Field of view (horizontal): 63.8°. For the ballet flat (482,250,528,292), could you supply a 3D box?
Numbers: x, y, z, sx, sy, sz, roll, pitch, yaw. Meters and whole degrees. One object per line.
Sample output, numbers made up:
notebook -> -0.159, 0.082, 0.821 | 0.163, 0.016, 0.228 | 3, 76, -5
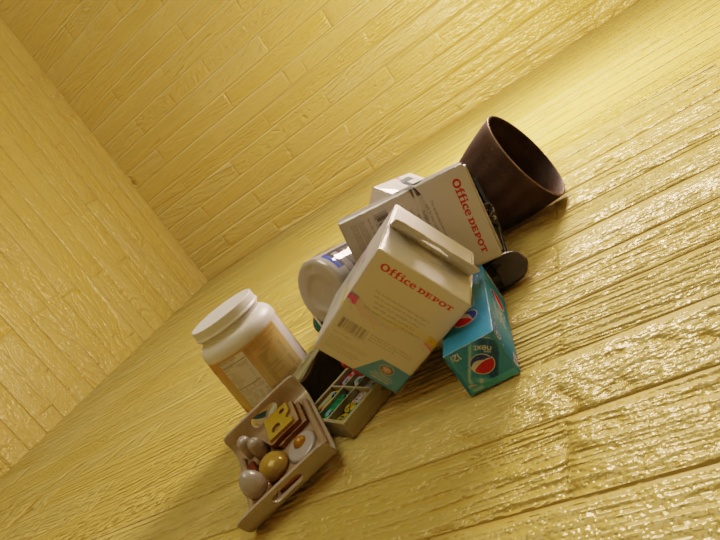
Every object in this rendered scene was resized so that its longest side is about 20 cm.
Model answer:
ballet flat -> 0.159, 0.029, 0.871 | 0.199, 0.068, 0.046 | -30, -7, 14

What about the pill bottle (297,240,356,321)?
pill bottle -> 0.000, 0.000, 0.980 | 0.199, 0.114, 0.113 | -30, 6, -43

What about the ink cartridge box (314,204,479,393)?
ink cartridge box -> 0.052, 0.028, 0.739 | 0.200, 0.128, 0.126 | -55, 7, 32

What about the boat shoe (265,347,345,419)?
boat shoe -> -0.075, 0.172, 0.942 | 0.063, 0.073, 0.201 | -7, 39, 55

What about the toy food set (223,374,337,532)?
toy food set -> -0.120, 0.234, 0.780 | 0.143, 0.060, 0.200 | -44, 24, -3

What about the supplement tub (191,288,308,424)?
supplement tub -> -0.180, 0.147, 0.998 | 0.144, 0.201, 0.145 | -33, 13, 9

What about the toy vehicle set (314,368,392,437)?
toy vehicle set -> 0.013, 0.159, 0.855 | 0.200, 0.027, 0.124 | -44, 16, -31

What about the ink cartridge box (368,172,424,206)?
ink cartridge box -> 0.088, -0.122, 1.155 | 0.067, 0.118, 0.200 | 24, 29, 23

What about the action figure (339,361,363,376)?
action figure -> 0.006, 0.109, 0.872 | 0.065, 0.052, 0.200 | -37, 6, 14

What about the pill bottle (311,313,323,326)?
pill bottle -> -0.003, 0.038, 1.137 | 0.199, 0.107, 0.106 | -36, 13, -1

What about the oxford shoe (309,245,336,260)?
oxford shoe -> -0.052, 0.062, 1.052 | 0.084, 0.201, 0.073 | -20, -25, 11

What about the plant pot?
plant pot -> 0.233, -0.143, 1.061 | 0.200, 0.187, 0.187 | -45, 6, 34

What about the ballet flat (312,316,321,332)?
ballet flat -> -0.038, 0.041, 1.221 | 0.201, 0.069, 0.069 | -61, 14, 1

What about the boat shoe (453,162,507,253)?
boat shoe -> 0.189, -0.092, 0.936 | 0.069, 0.201, 0.066 | -9, -30, -15

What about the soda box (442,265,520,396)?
soda box -> 0.149, 0.069, 0.742 | 0.068, 0.064, 0.200 | -32, 14, 19

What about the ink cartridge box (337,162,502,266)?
ink cartridge box -> 0.087, -0.051, 0.856 | 0.199, 0.147, 0.084 | -25, 9, 5
